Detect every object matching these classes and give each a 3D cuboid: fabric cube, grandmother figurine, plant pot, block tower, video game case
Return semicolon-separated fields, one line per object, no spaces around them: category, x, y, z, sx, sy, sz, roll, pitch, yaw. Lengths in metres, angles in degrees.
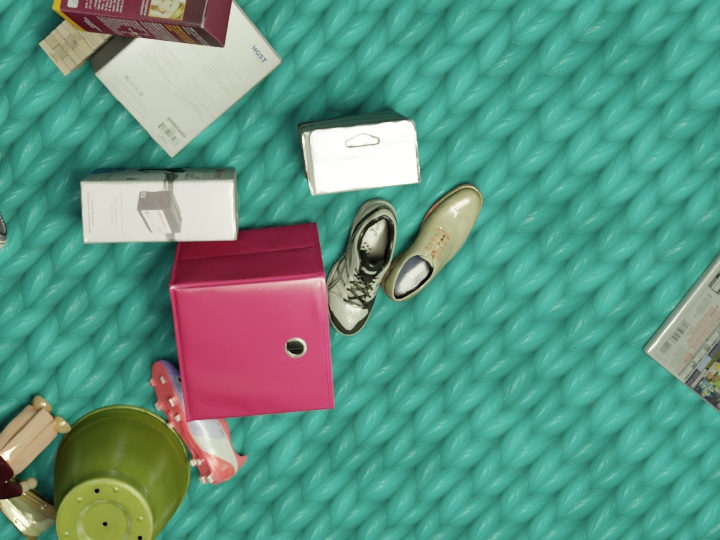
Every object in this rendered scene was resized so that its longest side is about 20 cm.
fabric cube;-0.143;0.065;1.489;0.196;0.200;0.199;-4;112;-4
grandmother figurine;-0.495;0.263;1.523;0.121;0.060;0.201;43;53;-9
plant pot;-0.340;0.313;1.535;0.197;0.193;0.204;-1;101;-5
block tower;-0.324;-0.341;1.443;0.199;0.058;0.054;-40;102;3
video game case;0.551;0.095;1.658;0.181;0.023;0.201;37;95;-11

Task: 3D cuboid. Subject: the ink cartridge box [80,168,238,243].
ink cartridge box;-0.264;-0.089;1.485;0.197;0.145;0.085;-1;101;-5

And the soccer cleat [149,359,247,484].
soccer cleat;-0.235;0.212;1.599;0.076;0.066;0.202;-30;96;-35

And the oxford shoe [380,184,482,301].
oxford shoe;0.108;-0.032;1.566;0.070;0.074;0.201;35;97;-11

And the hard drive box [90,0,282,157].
hard drive box;-0.229;-0.278;1.462;0.199;0.077;0.156;-39;122;4

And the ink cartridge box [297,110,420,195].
ink cartridge box;-0.006;-0.158;1.466;0.143;0.200;0.085;-7;102;-3

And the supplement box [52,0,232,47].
supplement box;-0.260;-0.346;1.352;0.197;0.086;0.112;9;85;12

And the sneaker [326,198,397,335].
sneaker;0.000;0.000;1.557;0.075;0.088;0.203;13;101;-9

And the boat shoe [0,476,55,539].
boat shoe;-0.509;0.294;1.582;0.063;0.073;0.201;-40;101;-13

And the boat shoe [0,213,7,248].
boat shoe;-0.516;-0.131;1.489;0.092;0.075;0.201;-31;102;9
